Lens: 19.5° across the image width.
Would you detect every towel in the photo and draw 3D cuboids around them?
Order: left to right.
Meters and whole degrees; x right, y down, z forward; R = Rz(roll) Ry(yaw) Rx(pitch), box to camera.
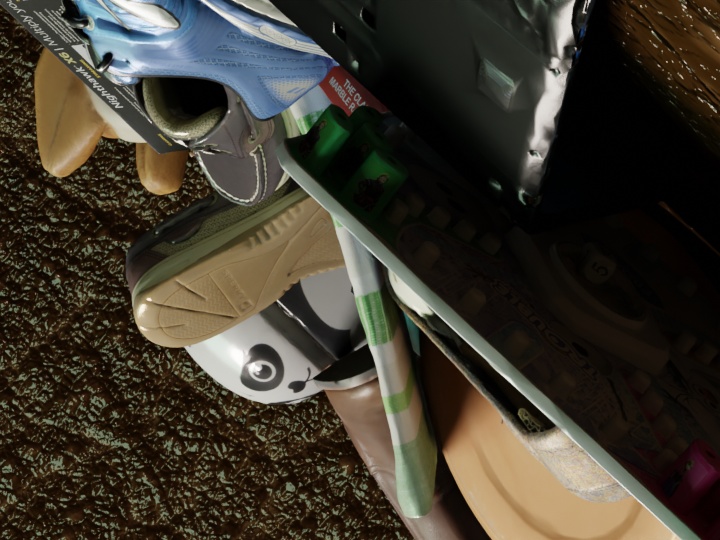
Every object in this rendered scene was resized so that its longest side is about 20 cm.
[{"bbox_3d":[0.000,0.000,0.933,0.153,0.023,0.202,-60,-44,-85],"label":"towel"}]

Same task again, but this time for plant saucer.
[{"bbox_3d":[0.092,0.061,0.908,0.200,0.032,0.202,27,126,44],"label":"plant saucer"}]

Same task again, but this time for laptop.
[{"bbox_3d":[0.029,-0.109,0.695,0.177,0.103,0.201,42,153,20],"label":"laptop"}]

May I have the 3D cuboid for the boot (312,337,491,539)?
[{"bbox_3d":[0.049,0.128,1.102,0.201,0.064,0.186,62,179,2],"label":"boot"}]

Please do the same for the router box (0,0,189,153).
[{"bbox_3d":[-0.096,-0.140,1.040,0.156,0.053,0.200,-3,146,38],"label":"router box"}]

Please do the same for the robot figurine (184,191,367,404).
[{"bbox_3d":[-0.022,-0.015,1.214,0.150,0.200,0.125,44,179,-11],"label":"robot figurine"}]

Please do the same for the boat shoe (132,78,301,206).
[{"bbox_3d":[-0.074,-0.089,0.975,0.072,0.065,0.200,29,154,18],"label":"boat shoe"}]

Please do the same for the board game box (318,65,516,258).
[{"bbox_3d":[0.035,-0.051,0.841,0.103,0.019,0.200,19,-153,-44],"label":"board game box"}]

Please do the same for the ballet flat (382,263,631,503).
[{"bbox_3d":[0.053,0.011,0.836,0.067,0.068,0.200,35,-172,-45],"label":"ballet flat"}]

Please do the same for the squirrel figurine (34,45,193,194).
[{"bbox_3d":[-0.097,-0.148,1.279,0.186,0.141,0.202,-6,-96,-58],"label":"squirrel figurine"}]

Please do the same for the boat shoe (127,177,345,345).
[{"bbox_3d":[-0.035,-0.033,1.103,0.065,0.199,0.072,62,-178,37],"label":"boat shoe"}]

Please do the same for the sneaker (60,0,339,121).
[{"bbox_3d":[-0.093,-0.114,0.779,0.199,0.089,0.079,29,-151,-22],"label":"sneaker"}]

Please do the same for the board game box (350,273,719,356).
[{"bbox_3d":[0.075,0.010,0.958,0.200,0.028,0.136,42,136,34],"label":"board game box"}]

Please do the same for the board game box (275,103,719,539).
[{"bbox_3d":[0.085,0.004,0.739,0.200,0.026,0.200,43,-158,10],"label":"board game box"}]
